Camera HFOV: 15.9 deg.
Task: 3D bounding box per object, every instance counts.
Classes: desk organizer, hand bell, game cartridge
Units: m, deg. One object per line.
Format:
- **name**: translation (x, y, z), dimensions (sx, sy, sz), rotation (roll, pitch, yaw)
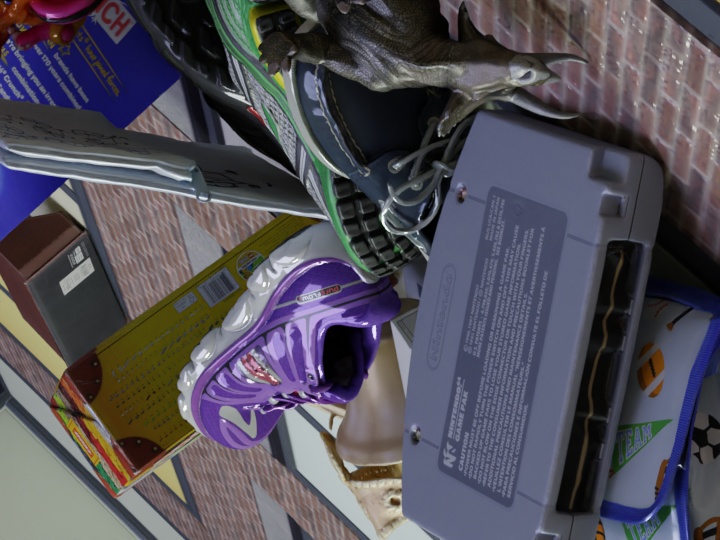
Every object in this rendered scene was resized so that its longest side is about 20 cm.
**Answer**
- **desk organizer**: translation (-0.278, 0.008, 2.334), dimensions (0.077, 0.072, 0.200), rotation (43, 166, 22)
- **hand bell**: translation (0.000, 0.000, 1.471), dimensions (0.104, 0.104, 0.201), rotation (20, 135, 61)
- **game cartridge**: translation (0.073, 0.032, 1.181), dimensions (0.040, 0.201, 0.133), rotation (4, -169, -35)

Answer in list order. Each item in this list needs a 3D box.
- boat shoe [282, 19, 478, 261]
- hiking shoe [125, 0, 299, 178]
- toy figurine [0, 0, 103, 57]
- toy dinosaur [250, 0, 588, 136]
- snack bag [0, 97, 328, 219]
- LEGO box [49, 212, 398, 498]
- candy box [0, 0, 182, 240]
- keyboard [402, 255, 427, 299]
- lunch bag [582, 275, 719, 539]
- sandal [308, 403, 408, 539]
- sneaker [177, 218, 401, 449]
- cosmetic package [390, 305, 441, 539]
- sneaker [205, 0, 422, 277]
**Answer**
- **boat shoe**: translation (0.035, -0.046, 1.248), dimensions (0.062, 0.075, 0.200), rotation (30, 160, 53)
- **hiking shoe**: translation (-0.069, -0.113, 1.364), dimensions (0.200, 0.076, 0.101), rotation (49, 163, -14)
- **toy figurine**: translation (-0.228, -0.152, 1.420), dimensions (0.200, 0.184, 0.150), rotation (52, 174, 37)
- **toy dinosaur**: translation (0.000, -0.123, 1.124), dimensions (0.102, 0.077, 0.200), rotation (14, -149, -47)
- **snack bag**: translation (-0.119, -0.064, 1.395), dimensions (0.199, 0.022, 0.188), rotation (9, -172, -22)
- **LEGO box**: translation (-0.088, 0.046, 1.595), dimensions (0.077, 0.200, 0.149), rotation (53, 166, 2)
- **candy box**: translation (-0.233, -0.122, 1.566), dimensions (0.077, 0.200, 0.169), rotation (30, 158, 53)
- **keyboard**: translation (0.046, 0.019, 1.539), dimensions (0.056, 0.011, 0.200), rotation (47, 167, 22)
- **lunch bag**: translation (0.143, 0.101, 1.210), dimensions (0.170, 0.123, 0.201), rotation (15, 119, 60)
- **sandal**: translation (0.035, 0.137, 1.591), dimensions (0.211, 0.070, 0.078), rotation (23, 173, -15)
- **sneaker**: translation (-0.038, 0.052, 1.431), dimensions (0.084, 0.080, 0.200), rotation (55, 144, 15)
- **cosmetic package**: translation (0.072, 0.083, 1.414), dimensions (0.051, 0.082, 0.200), rotation (55, 165, 37)
- **sneaker**: translation (-0.014, -0.085, 1.294), dimensions (0.085, 0.078, 0.201), rotation (26, 147, 54)
